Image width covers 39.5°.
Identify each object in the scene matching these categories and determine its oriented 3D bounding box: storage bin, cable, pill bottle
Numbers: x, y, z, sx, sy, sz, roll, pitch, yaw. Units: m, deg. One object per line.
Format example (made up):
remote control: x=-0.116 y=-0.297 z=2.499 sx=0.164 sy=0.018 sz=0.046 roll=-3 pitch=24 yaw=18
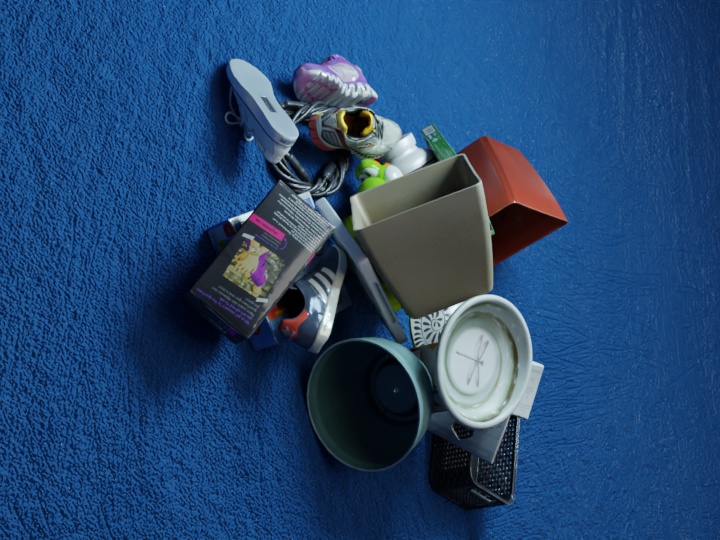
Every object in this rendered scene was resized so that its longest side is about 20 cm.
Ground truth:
storage bin: x=0.206 y=0.310 z=1.793 sx=0.135 sy=0.093 sz=0.202 roll=36 pitch=51 yaw=-36
cable: x=-0.075 y=-0.205 z=1.697 sx=0.199 sy=0.050 sz=0.166 roll=-2 pitch=77 yaw=-51
pill bottle: x=0.104 y=-0.144 z=1.838 sx=0.112 sy=0.112 sz=0.202 roll=-41 pitch=106 yaw=-49

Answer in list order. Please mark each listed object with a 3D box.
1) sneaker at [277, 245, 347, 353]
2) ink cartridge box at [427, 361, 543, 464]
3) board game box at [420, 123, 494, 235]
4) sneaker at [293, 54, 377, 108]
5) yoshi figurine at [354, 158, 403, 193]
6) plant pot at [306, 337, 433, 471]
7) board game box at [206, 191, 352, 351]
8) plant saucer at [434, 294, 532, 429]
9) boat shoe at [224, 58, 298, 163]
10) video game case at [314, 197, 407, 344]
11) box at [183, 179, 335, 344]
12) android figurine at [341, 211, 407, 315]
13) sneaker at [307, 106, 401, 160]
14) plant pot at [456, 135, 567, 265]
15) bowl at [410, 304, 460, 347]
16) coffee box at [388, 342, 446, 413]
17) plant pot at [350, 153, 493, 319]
sneaker: x=-0.076 y=0.027 z=1.502 sx=0.084 sy=0.075 sz=0.201 roll=23 pitch=42 yaw=-11
ink cartridge box: x=0.207 y=0.217 z=1.699 sx=0.044 sy=0.199 sz=0.179 roll=19 pitch=89 yaw=-31
board game box: x=0.173 y=-0.161 z=1.796 sx=0.135 sy=0.029 sz=0.201 roll=63 pitch=0 yaw=-38
sneaker: x=-0.053 y=-0.339 z=1.765 sx=0.199 sy=0.080 sz=0.090 roll=3 pitch=66 yaw=-55
yoshi figurine: x=0.072 y=-0.114 z=1.733 sx=0.198 sy=0.113 sz=0.112 roll=28 pitch=14 yaw=-5
plant pot: x=0.033 y=0.194 z=1.560 sx=0.134 sy=0.198 sz=0.203 roll=-14 pitch=86 yaw=-59
board game box: x=-0.121 y=-0.003 z=1.556 sx=0.199 sy=0.055 sz=0.198 roll=-24 pitch=95 yaw=-51
plant saucer: x=0.177 y=0.137 z=1.529 sx=0.198 sy=0.050 sz=0.204 roll=-2 pitch=93 yaw=-37
boat shoe: x=-0.169 y=-0.244 z=1.587 sx=0.074 sy=0.086 sz=0.203 roll=-2 pitch=48 yaw=-45
video game case: x=0.000 y=0.000 z=1.595 sx=0.183 sy=0.022 sz=0.200 roll=63 pitch=-4 yaw=-38
box: x=-0.143 y=-0.008 z=1.401 sx=0.106 sy=0.122 sz=0.201 roll=40 pitch=75 yaw=-6
android figurine: x=0.036 y=-0.013 z=1.713 sx=0.202 sy=0.041 sz=0.182 roll=59 pitch=12 yaw=-5
sneaker: x=0.006 y=-0.234 z=1.705 sx=0.199 sy=0.081 sz=0.079 roll=-6 pitch=84 yaw=-48
plant pot: x=0.253 y=-0.143 z=1.966 sx=0.198 sy=0.199 sz=0.178 roll=12 pitch=55 yaw=-47
bowl: x=0.189 y=0.106 z=1.855 sx=0.200 sy=0.093 sz=0.204 roll=23 pitch=58 yaw=-44
coffee box: x=0.126 y=0.179 z=1.662 sx=0.114 sy=0.198 sz=0.081 roll=30 pitch=56 yaw=-40
plant pot: x=0.108 y=-0.045 z=1.555 sx=0.200 sy=0.197 sz=0.179 roll=-97 pitch=166 yaw=-70
